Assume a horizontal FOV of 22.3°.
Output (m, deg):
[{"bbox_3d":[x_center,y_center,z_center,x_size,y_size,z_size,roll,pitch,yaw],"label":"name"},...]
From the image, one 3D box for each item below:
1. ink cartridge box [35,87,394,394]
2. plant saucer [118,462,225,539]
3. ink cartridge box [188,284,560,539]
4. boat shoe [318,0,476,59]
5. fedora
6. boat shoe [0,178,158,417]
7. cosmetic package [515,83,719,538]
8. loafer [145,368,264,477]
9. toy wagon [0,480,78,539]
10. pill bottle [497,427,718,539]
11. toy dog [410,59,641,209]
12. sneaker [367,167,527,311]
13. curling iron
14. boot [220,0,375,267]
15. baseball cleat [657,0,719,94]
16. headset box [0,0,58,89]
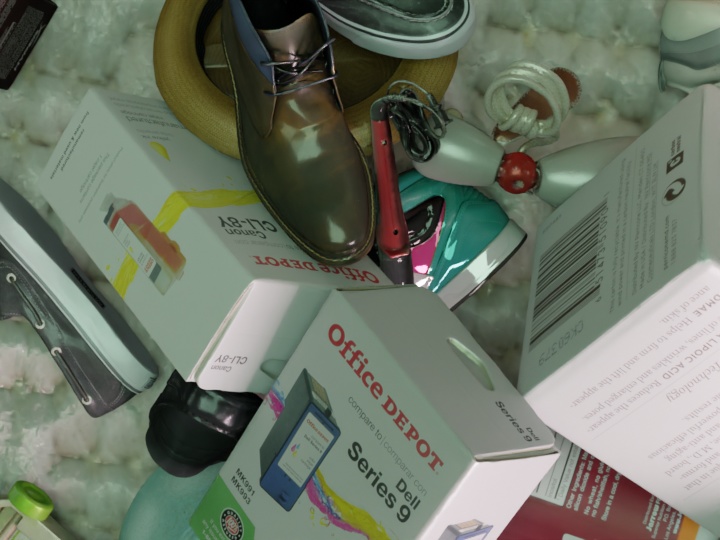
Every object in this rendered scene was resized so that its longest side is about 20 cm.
[{"bbox_3d":[-0.089,-0.018,1.154,0.200,0.145,0.084,48,116,33],"label":"ink cartridge box"},{"bbox_3d":[-0.077,0.213,1.261,0.200,0.039,0.202,0,92,8],"label":"plant saucer"},{"bbox_3d":[0.004,0.127,1.083,0.145,0.087,0.200,50,121,29],"label":"ink cartridge box"},{"bbox_3d":[-0.014,-0.205,1.150,0.199,0.068,0.074,37,75,16],"label":"boat shoe"},{"bbox_3d":[-0.035,-0.140,1.207,0.200,0.082,0.201,-1,68,2],"label":"fedora"},{"bbox_3d":[-0.224,0.017,1.262,0.066,0.070,0.200,-40,95,5],"label":"boat shoe"},{"bbox_3d":[0.224,0.034,1.097,0.200,0.165,0.165,32,130,-18],"label":"cosmetic package"},{"bbox_3d":[-0.103,0.101,1.178,0.068,0.201,0.071,31,80,-4],"label":"loafer"},{"bbox_3d":[-0.227,0.251,1.278,0.200,0.040,0.155,39,100,5],"label":"toy wagon"},{"bbox_3d":[0.132,0.145,1.196,0.199,0.113,0.113,18,94,7],"label":"pill bottle"},{"bbox_3d":[0.141,-0.079,1.192,0.200,0.097,0.132,31,132,-17],"label":"toy dog"},{"bbox_3d":[0.000,0.000,1.219,0.200,0.084,0.121,-42,92,-1],"label":"sneaker"},{"bbox_3d":[0.030,-0.020,1.153,0.049,0.026,0.201,6,110,15],"label":"curling iron"},{"bbox_3d":[-0.044,-0.103,1.094,0.074,0.097,0.201,-20,67,-6],"label":"boot"},{"bbox_3d":[0.295,-0.134,1.194,0.199,0.070,0.107,6,100,16],"label":"baseball cleat"},{"bbox_3d":[-0.302,-0.194,1.193,0.149,0.200,0.077,32,95,4],"label":"headset box"}]
